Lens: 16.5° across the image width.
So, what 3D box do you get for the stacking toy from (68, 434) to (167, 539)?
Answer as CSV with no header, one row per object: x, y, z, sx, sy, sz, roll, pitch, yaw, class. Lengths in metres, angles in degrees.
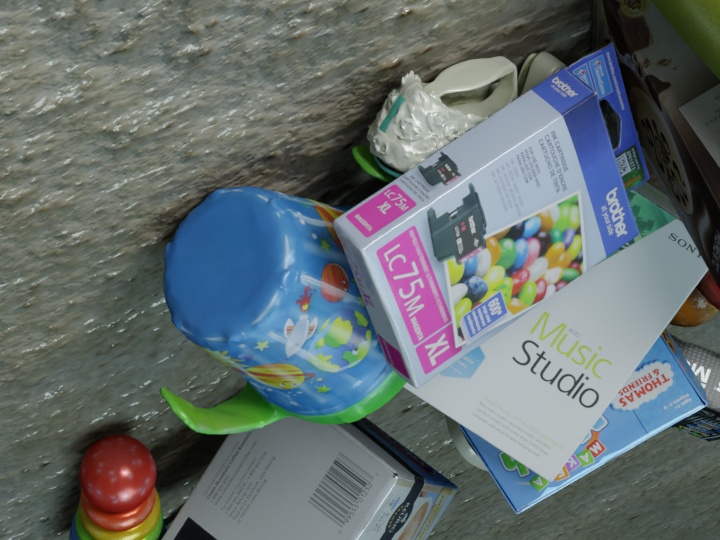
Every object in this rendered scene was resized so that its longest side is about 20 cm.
-0.176,0.176,1.795,0.085,0.086,0.200,-21,152,-16,stacking toy

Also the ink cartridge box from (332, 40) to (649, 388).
0.088,-0.032,1.430,0.200,0.042,0.120,-35,134,-14,ink cartridge box

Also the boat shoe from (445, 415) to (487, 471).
0.145,0.140,2.102,0.063,0.073,0.200,-31,156,21,boat shoe

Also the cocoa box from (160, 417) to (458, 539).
-0.049,0.199,1.810,0.201,0.133,0.131,-57,155,5,cocoa box

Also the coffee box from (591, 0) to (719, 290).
0.212,-0.081,1.438,0.079,0.201,0.113,-25,160,-4,coffee box

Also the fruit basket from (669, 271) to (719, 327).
0.240,-0.005,1.734,0.199,0.094,0.185,-4,166,18,fruit basket

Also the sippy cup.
-0.045,0.013,1.470,0.139,0.179,0.130,4,168,36,sippy cup

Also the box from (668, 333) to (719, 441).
0.185,0.066,1.763,0.192,0.048,0.200,19,173,-2,box

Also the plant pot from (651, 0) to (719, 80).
0.244,-0.161,1.291,0.199,0.194,0.201,-24,161,-9,plant pot

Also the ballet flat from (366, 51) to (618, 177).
0.091,-0.095,1.461,0.199,0.072,0.072,-11,155,-41,ballet flat

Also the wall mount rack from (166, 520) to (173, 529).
-0.090,0.221,1.998,0.173,0.075,0.200,-3,151,-49,wall mount rack

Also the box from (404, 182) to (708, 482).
0.120,0.019,1.592,0.201,0.144,0.036,-56,-175,18,box

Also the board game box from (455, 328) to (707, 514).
0.115,0.041,1.641,0.151,0.201,0.037,-31,-169,12,board game box
